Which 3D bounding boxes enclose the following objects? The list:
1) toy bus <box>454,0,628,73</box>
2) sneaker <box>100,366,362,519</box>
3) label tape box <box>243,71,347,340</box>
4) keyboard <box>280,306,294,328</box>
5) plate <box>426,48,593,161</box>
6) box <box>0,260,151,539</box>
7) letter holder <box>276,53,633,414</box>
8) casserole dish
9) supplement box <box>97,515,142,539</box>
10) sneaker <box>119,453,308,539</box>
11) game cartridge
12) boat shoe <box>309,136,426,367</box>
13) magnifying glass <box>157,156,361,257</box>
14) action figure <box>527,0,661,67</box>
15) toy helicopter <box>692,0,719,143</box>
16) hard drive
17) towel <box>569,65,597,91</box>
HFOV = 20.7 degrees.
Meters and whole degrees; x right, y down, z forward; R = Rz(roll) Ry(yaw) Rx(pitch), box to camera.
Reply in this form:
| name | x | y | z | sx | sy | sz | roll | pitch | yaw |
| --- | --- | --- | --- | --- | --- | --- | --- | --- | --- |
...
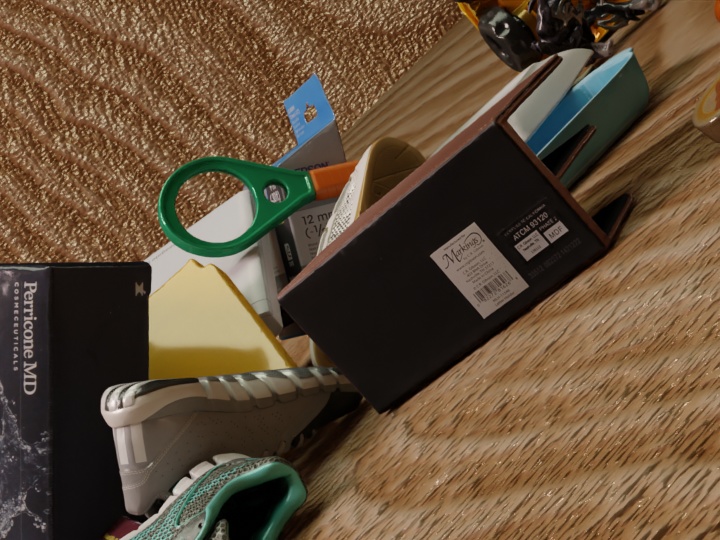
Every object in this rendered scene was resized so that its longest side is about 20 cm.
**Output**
| name | x | y | z | sx | sy | sz | roll | pitch | yaw |
| --- | --- | --- | --- | --- | --- | --- | --- | --- | --- |
| toy bus | 0.153 | -0.284 | 1.964 | 0.136 | 0.200 | 0.192 | -43 | -1 | -4 |
| sneaker | -0.078 | 0.124 | 1.266 | 0.200 | 0.116 | 0.075 | -3 | -5 | -40 |
| label tape box | -0.048 | -0.049 | 1.611 | 0.066 | 0.200 | 0.143 | -16 | -1 | -15 |
| keyboard | -0.103 | 0.043 | 1.562 | 0.104 | 0.040 | 0.200 | -33 | 4 | -17 |
| plate | 0.082 | -0.089 | 1.531 | 0.200 | 0.032 | 0.200 | -41 | 6 | 33 |
| box | -0.254 | 0.092 | 1.347 | 0.200 | 0.197 | 0.117 | -1 | 0 | 29 |
| letter holder | 0.069 | -0.026 | 1.230 | 0.200 | 0.101 | 0.142 | -39 | 6 | 33 |
| casserole dish | 0.138 | -0.082 | 1.427 | 0.200 | 0.039 | 0.121 | -46 | 7 | -14 |
| supplement box | -0.190 | 0.244 | 1.212 | 0.200 | 0.061 | 0.109 | -46 | 8 | -12 |
| sneaker | -0.104 | 0.171 | 1.130 | 0.200 | 0.078 | 0.091 | -49 | 13 | -33 |
| game cartridge | -0.138 | 0.109 | 1.403 | 0.200 | 0.176 | 0.032 | -42 | -36 | 4 |
| boat shoe | 0.000 | 0.000 | 1.437 | 0.069 | 0.071 | 0.200 | -36 | 31 | 54 |
| magnifying glass | -0.058 | -0.060 | 1.519 | 0.200 | 0.080 | 0.022 | -13 | -20 | -13 |
| action figure | 0.207 | -0.255 | 1.767 | 0.102 | 0.200 | 0.119 | 8 | 10 | 33 |
| toy helicopter | 0.240 | -0.156 | 1.159 | 0.132 | 0.079 | 0.200 | -18 | 37 | 59 |
| hard drive | -0.126 | 0.024 | 1.523 | 0.132 | 0.027 | 0.200 | -35 | 27 | 11 |
| towel | 0.105 | -0.070 | 1.608 | 0.200 | 0.035 | 0.193 | -40 | 4 | 46 |
